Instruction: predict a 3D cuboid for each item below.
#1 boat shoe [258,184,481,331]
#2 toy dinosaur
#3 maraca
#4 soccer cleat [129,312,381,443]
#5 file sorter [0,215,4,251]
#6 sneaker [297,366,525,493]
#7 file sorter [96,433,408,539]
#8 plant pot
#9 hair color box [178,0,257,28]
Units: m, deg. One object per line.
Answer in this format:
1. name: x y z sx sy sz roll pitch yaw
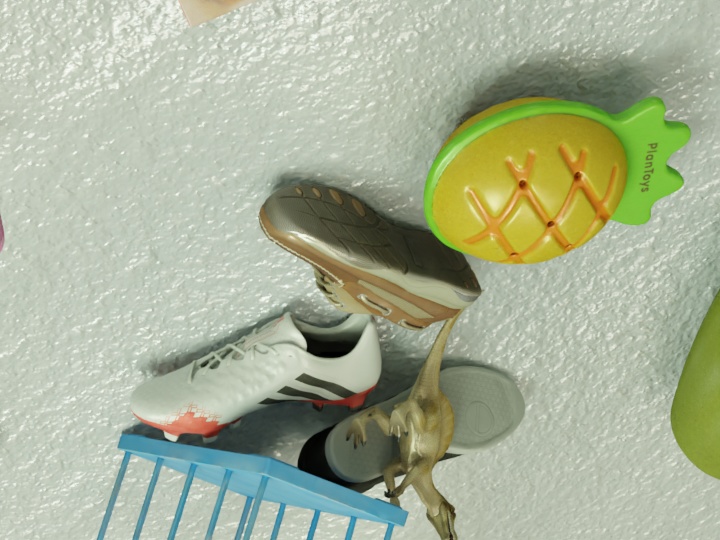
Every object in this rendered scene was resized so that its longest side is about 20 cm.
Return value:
1. boat shoe: 0.000 0.000 1.808 0.200 0.076 0.072 25 123 -36
2. toy dinosaur: 0.043 0.113 1.878 0.101 0.058 0.201 -13 110 -50
3. maraca: 0.140 -0.067 1.768 0.200 0.107 0.137 -9 135 -13
4. soccer cleat: -0.077 0.073 1.860 0.200 0.069 0.085 -7 127 -19
5. file sorter: -0.330 -0.078 1.560 0.139 0.126 0.200 -26 137 6
6. sneaker: 0.033 0.130 1.964 0.200 0.071 0.099 -17 173 -35
7. file sorter: -0.090 0.208 1.865 0.139 0.200 0.123 24 77 -36
8. plant pot: 0.335 0.080 1.964 0.187 0.187 0.200 5 146 -26
9. hair color box: -0.039 -0.244 1.553 0.200 0.064 0.111 -22 138 3
